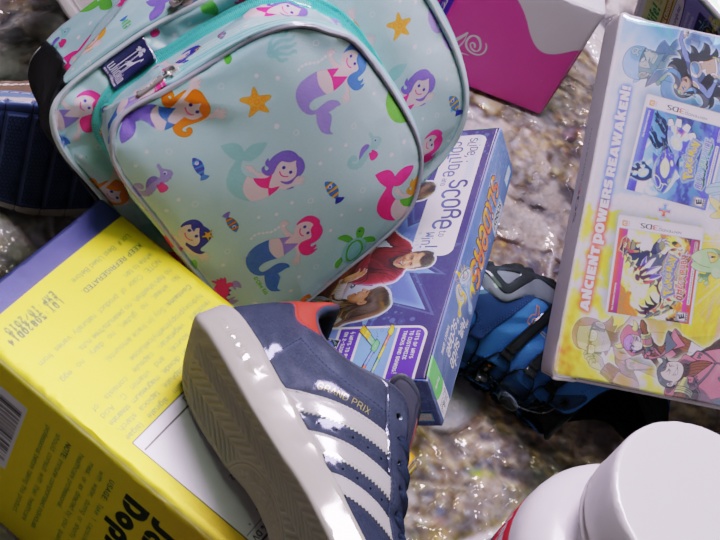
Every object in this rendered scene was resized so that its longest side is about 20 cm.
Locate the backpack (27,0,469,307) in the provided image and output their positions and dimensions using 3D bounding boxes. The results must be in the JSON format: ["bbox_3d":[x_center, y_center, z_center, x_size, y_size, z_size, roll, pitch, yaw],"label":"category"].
[{"bbox_3d":[-0.045,-0.083,0.784,0.199,0.178,0.151,-37,33,-6],"label":"backpack"}]

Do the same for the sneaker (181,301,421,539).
[{"bbox_3d":[0.000,0.091,0.645,0.084,0.075,0.201,-12,60,-29],"label":"sneaker"}]

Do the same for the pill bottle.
[{"bbox_3d":[0.106,0.160,0.710,0.118,0.201,0.120,15,46,-16],"label":"pill bottle"}]

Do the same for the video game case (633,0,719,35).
[{"bbox_3d":[0.234,-0.091,1.004,0.022,0.201,0.183,-30,68,-15],"label":"video game case"}]

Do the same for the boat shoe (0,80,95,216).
[{"bbox_3d":[-0.149,-0.076,0.876,0.198,0.073,0.073,8,38,-27],"label":"boat shoe"}]

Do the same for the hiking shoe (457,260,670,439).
[{"bbox_3d":[0.096,0.050,0.891,0.198,0.075,0.088,6,61,-15],"label":"hiking shoe"}]

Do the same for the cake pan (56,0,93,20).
[{"bbox_3d":[-0.090,-0.199,0.883,0.198,0.037,0.203,0,91,-19],"label":"cake pan"}]

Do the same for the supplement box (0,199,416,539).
[{"bbox_3d":[-0.094,0.086,0.730,0.199,0.110,0.109,39,46,7],"label":"supplement box"}]

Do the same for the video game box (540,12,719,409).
[{"bbox_3d":[0.206,-0.023,0.856,0.180,0.047,0.202,12,89,-6],"label":"video game box"}]

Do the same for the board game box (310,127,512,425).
[{"bbox_3d":[0.000,0.000,0.853,0.134,0.035,0.201,-2,42,22],"label":"board game box"}]

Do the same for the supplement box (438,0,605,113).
[{"bbox_3d":[0.109,-0.227,1.115,0.102,0.102,0.201,17,46,-14],"label":"supplement box"}]
